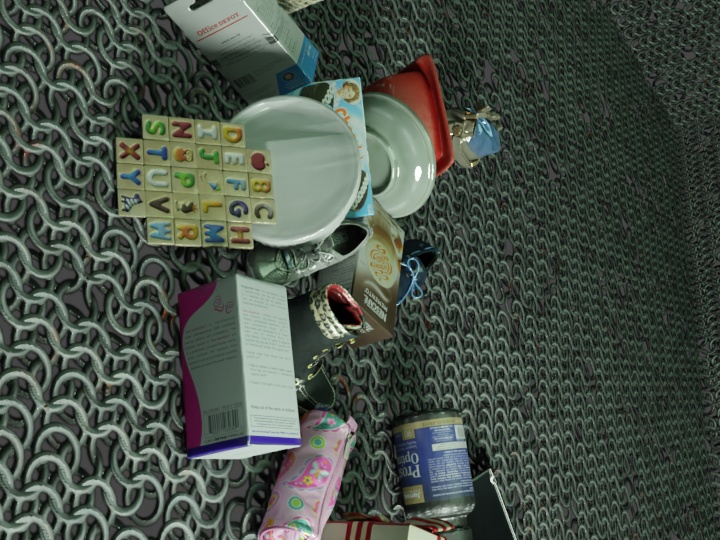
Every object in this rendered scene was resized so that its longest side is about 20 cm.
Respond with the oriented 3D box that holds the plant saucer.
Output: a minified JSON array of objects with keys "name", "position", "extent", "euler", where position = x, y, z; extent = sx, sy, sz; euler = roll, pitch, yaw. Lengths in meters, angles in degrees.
[{"name":"plant saucer","position":[0.023,-0.171,1.478],"extent":[0.050,0.199,0.202],"euler":[-32,103,-46]}]

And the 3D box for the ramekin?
[{"name":"ramekin","position":[-0.096,-0.122,1.274],"extent":[0.094,0.200,0.205],"euler":[87,-4,-74]}]

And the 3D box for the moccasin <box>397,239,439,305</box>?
[{"name":"moccasin","position":[0.078,-0.003,1.584],"extent":[0.200,0.067,0.081],"euler":[-55,144,-51]}]

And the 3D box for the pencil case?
[{"name":"pencil case","position":[-0.064,0.272,1.230],"extent":[0.088,0.087,0.201],"euler":[54,37,-28]}]

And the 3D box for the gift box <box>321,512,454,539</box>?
[{"name":"gift box","position":[0.037,0.415,1.240],"extent":[0.200,0.183,0.189],"euler":[37,55,-49]}]

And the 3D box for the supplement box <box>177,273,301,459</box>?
[{"name":"supplement box","position":[-0.147,0.118,1.154],"extent":[0.103,0.100,0.202],"euler":[16,63,-54]}]

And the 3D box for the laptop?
[{"name":"laptop","position":[0.200,0.434,1.641],"extent":[0.200,0.115,0.189],"euler":[-84,154,-83]}]

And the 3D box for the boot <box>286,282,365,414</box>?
[{"name":"boot","position":[-0.053,0.107,1.258],"extent":[0.204,0.153,0.074],"euler":[55,36,-27]}]

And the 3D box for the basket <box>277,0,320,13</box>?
[{"name":"basket","position":[-0.153,-0.483,1.377],"extent":[0.197,0.160,0.202],"euler":[6,69,-56]}]

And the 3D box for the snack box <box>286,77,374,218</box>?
[{"name":"snack box","position":[-0.046,-0.176,1.410],"extent":[0.037,0.115,0.203],"euler":[-65,148,-87]}]

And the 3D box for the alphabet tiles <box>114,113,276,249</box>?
[{"name":"alphabet tiles","position":[-0.200,-0.109,1.175],"extent":[0.198,0.006,0.168],"euler":[2,71,-26]}]

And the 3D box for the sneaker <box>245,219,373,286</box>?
[{"name":"sneaker","position":[-0.071,-0.034,1.330],"extent":[0.199,0.082,0.075],"euler":[-27,97,-34]}]

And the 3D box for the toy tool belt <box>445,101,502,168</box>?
[{"name":"toy tool belt","position":[0.235,-0.272,1.926],"extent":[0.199,0.122,0.126],"euler":[10,67,-56]}]

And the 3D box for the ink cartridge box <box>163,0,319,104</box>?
[{"name":"ink cartridge box","position":[-0.163,-0.332,1.331],"extent":[0.200,0.115,0.068],"euler":[46,40,-38]}]

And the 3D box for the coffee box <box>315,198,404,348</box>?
[{"name":"coffee box","position":[0.000,0.000,1.464],"extent":[0.114,0.079,0.202],"euler":[42,43,-39]}]

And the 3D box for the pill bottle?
[{"name":"pill bottle","position":[0.115,0.318,1.464],"extent":[0.111,0.111,0.202],"euler":[14,63,-54]}]

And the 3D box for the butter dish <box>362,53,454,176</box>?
[{"name":"butter dish","position":[0.037,-0.233,1.572],"extent":[0.146,0.199,0.202],"euler":[-4,76,-34]}]
